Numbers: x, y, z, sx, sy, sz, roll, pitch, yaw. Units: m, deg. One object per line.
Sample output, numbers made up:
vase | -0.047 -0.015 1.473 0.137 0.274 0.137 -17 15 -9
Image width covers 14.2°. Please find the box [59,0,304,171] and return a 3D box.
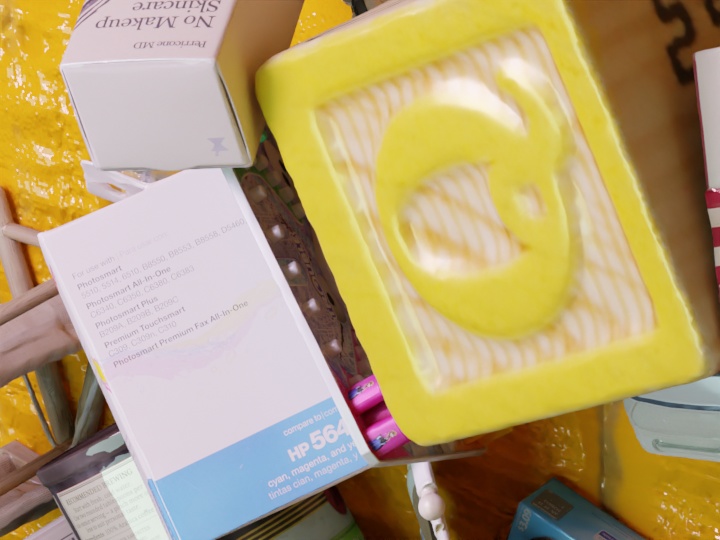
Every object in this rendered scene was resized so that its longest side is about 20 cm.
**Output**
box | -0.074 -0.138 1.368 0.082 0.200 0.069 -2 134 15

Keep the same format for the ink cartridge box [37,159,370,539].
ink cartridge box | -0.078 0.030 1.492 0.129 0.125 0.201 130 115 -82

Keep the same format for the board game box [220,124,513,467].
board game box | 0.000 0.000 1.440 0.026 0.200 0.201 -28 80 15

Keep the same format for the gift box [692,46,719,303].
gift box | 0.272 -0.036 1.207 0.186 0.200 0.185 -8 93 45

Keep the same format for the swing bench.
swing bench | -0.233 0.084 1.689 0.129 0.199 0.201 18 122 34

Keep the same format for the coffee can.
coffee can | -0.071 0.164 1.625 0.146 0.146 0.200 -27 93 45

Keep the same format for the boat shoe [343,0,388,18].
boat shoe | 0.012 -0.130 1.446 0.062 0.073 0.201 5 128 39

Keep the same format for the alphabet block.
alphabet block | 0.106 -0.058 1.323 0.195 0.200 0.197 -19 98 45

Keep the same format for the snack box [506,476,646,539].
snack box | 0.114 0.221 1.567 0.116 0.037 0.201 33 129 22

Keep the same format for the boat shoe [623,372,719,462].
boat shoe | 0.218 0.077 1.370 0.201 0.075 0.086 3 125 26

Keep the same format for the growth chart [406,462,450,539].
growth chart | 0.037 0.135 1.526 0.145 0.018 0.200 -106 4 -48

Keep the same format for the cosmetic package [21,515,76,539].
cosmetic package | -0.168 0.197 1.689 0.087 0.200 0.104 -30 88 46
